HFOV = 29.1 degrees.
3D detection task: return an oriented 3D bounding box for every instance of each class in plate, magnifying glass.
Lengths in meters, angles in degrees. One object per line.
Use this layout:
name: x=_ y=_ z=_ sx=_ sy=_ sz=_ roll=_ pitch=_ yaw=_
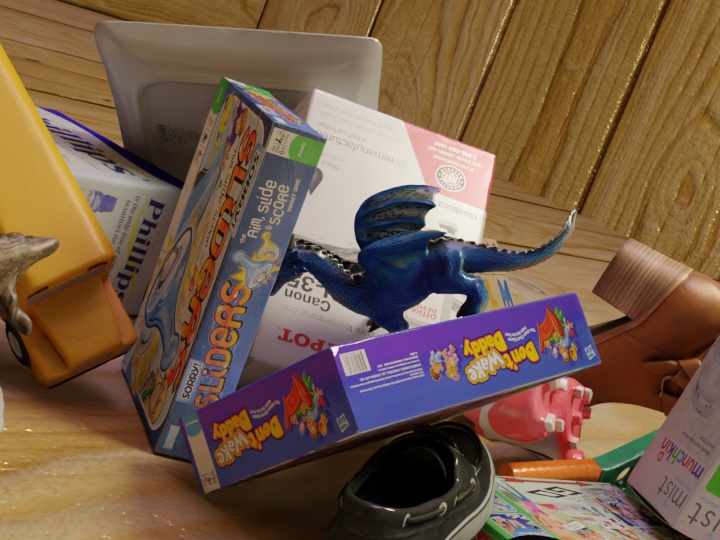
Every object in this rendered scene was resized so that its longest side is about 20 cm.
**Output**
plate: x=-0.086 y=-0.106 z=1.020 sx=0.200 sy=0.032 sz=0.200 roll=5 pitch=-27 yaw=1
magnifying glass: x=0.181 y=0.146 z=0.988 sx=0.200 sy=0.080 sz=0.022 roll=3 pitch=27 yaw=-31

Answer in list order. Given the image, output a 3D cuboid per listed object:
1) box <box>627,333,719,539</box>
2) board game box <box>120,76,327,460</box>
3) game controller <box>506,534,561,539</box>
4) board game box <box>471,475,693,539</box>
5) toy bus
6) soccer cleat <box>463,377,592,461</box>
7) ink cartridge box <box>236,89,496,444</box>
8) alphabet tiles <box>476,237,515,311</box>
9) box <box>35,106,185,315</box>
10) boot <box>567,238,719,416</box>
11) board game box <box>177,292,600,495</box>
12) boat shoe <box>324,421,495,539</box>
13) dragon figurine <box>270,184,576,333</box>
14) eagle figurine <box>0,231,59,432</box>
box: x=0.314 y=0.129 z=0.932 sx=0.200 sy=0.177 sz=0.097 roll=31 pitch=4 yaw=-12
board game box: x=-0.086 y=-0.005 z=0.824 sx=0.034 sy=0.200 sz=0.135 roll=16 pitch=12 yaw=-23
game controller: x=0.082 y=0.172 z=0.660 sx=0.104 sy=0.042 sz=0.200 roll=29 pitch=20 yaw=26
board game box: x=0.141 y=0.173 z=0.863 sx=0.200 sy=0.029 sz=0.135 roll=11 pitch=14 yaw=-44
toy bus: x=-0.200 y=-0.036 z=0.808 sx=0.065 sy=0.078 sz=0.200 roll=-25 pitch=80 yaw=-27
soccer cleat: x=0.120 y=0.103 z=1.002 sx=0.076 sy=0.067 sz=0.200 roll=6 pitch=-12 yaw=19
ink cartridge box: x=0.000 y=0.000 z=0.942 sx=0.146 sy=0.200 sz=0.083 roll=19 pitch=-24 yaw=-16
alphabet tiles: x=0.098 y=0.034 z=1.126 sx=0.006 sy=0.200 sz=0.166 roll=-21 pitch=-10 yaw=25
box: x=-0.252 y=-0.053 z=0.991 sx=0.184 sy=0.105 sz=0.200 roll=30 pitch=13 yaw=32
boot: x=0.229 y=0.089 z=1.073 sx=0.155 sy=0.200 sz=0.077 roll=36 pitch=28 yaw=15
board game box: x=0.019 y=0.066 z=0.773 sx=0.200 sy=0.045 sz=0.134 roll=-10 pitch=-12 yaw=-44
boat shoe: x=0.034 y=0.118 z=0.758 sx=0.069 sy=0.057 sz=0.200 roll=17 pitch=19 yaw=15
dragon figurine: x=0.030 y=-0.012 z=0.835 sx=0.059 sy=0.200 sz=0.099 roll=-95 pitch=161 yaw=-56
eagle figurine: x=-0.263 y=0.002 z=0.730 sx=0.200 sy=0.151 sz=0.152 roll=-5 pitch=-46 yaw=25
